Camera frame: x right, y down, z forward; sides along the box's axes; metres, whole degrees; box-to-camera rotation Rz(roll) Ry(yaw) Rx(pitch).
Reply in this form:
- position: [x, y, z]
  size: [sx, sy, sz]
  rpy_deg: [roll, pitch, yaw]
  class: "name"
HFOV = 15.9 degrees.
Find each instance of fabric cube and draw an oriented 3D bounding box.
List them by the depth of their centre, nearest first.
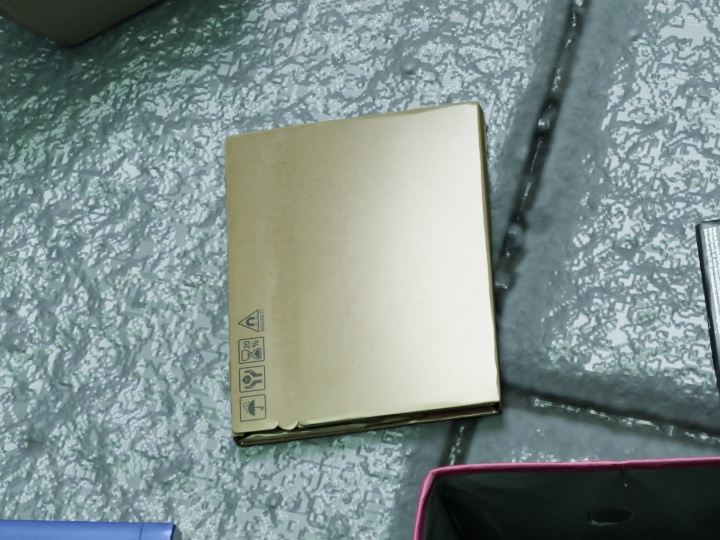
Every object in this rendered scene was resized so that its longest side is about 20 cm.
- position: [0.136, 0.220, 1.286]
  size: [0.198, 0.200, 0.198]
  rpy_deg: [-2, 65, 12]
  class: "fabric cube"

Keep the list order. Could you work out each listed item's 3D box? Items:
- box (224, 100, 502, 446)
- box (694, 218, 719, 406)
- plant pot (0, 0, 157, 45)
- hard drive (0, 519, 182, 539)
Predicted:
- position: [0.000, 0.000, 1.542]
  size: [0.162, 0.021, 0.201]
  rpy_deg: [-7, 63, 9]
  class: "box"
- position: [0.290, 0.043, 1.383]
  size: [0.198, 0.149, 0.125]
  rpy_deg: [-9, 62, 9]
  class: "box"
- position: [-0.179, -0.260, 1.619]
  size: [0.199, 0.177, 0.200]
  rpy_deg: [-28, 62, -1]
  class: "plant pot"
- position: [-0.208, 0.209, 1.488]
  size: [0.198, 0.025, 0.133]
  rpy_deg: [0, 65, 13]
  class: "hard drive"
